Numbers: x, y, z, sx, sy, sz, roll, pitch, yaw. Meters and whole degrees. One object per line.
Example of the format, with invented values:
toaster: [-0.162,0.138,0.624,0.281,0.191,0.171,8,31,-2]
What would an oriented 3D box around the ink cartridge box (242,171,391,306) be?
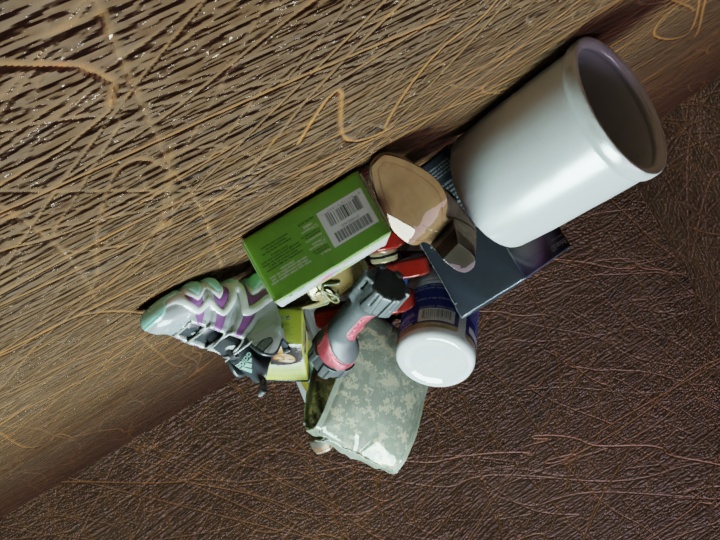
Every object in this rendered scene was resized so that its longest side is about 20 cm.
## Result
ink cartridge box: [-0.047,-0.025,0.898,0.146,0.077,0.200,-31,175,-4]

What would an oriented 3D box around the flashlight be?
flashlight: [-0.003,0.068,0.983,0.067,0.069,0.200,-26,164,-41]

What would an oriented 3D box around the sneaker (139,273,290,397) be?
sneaker: [-0.150,0.083,0.895,0.077,0.142,0.198,-34,166,37]

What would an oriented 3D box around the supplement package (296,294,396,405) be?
supplement package: [-0.042,0.103,1.304,0.149,0.204,0.151,-27,-172,-29]

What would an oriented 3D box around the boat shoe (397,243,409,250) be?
boat shoe: [0.032,-0.048,1.370,0.200,0.071,0.064,-44,-157,53]

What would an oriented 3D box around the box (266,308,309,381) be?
box: [-0.110,0.108,1.077,0.073,0.051,0.201,0,159,0]

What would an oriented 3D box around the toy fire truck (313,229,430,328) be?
toy fire truck: [0.000,0.000,1.127,0.194,0.115,0.168,-12,-170,2]

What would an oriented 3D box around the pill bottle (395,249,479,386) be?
pill bottle: [0.119,0.058,1.141,0.115,0.115,0.203,-34,-151,37]

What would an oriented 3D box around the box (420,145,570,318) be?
box: [0.176,-0.071,1.098,0.122,0.201,0.199,-33,175,35]

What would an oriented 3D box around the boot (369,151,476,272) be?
boot: [0.068,-0.085,0.900,0.070,0.200,0.147,-34,-150,13]

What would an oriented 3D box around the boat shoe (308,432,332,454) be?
boat shoe: [-0.018,0.251,1.266,0.074,0.073,0.199,-19,-173,30]

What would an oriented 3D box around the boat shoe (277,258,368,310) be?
boat shoe: [-0.073,0.021,0.997,0.197,0.074,0.063,-20,-161,40]

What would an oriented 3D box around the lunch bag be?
lunch bag: [0.009,0.184,1.165,0.117,0.162,0.204,-22,-137,54]

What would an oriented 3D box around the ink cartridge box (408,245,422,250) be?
ink cartridge box: [0.140,-0.071,1.339,0.115,0.069,0.199,-29,-149,-17]

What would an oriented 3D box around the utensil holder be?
utensil holder: [0.225,-0.142,0.912,0.198,0.173,0.168,-31,176,43]

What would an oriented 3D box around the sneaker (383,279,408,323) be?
sneaker: [0.080,0.036,1.282,0.069,0.080,0.198,13,-169,30]
